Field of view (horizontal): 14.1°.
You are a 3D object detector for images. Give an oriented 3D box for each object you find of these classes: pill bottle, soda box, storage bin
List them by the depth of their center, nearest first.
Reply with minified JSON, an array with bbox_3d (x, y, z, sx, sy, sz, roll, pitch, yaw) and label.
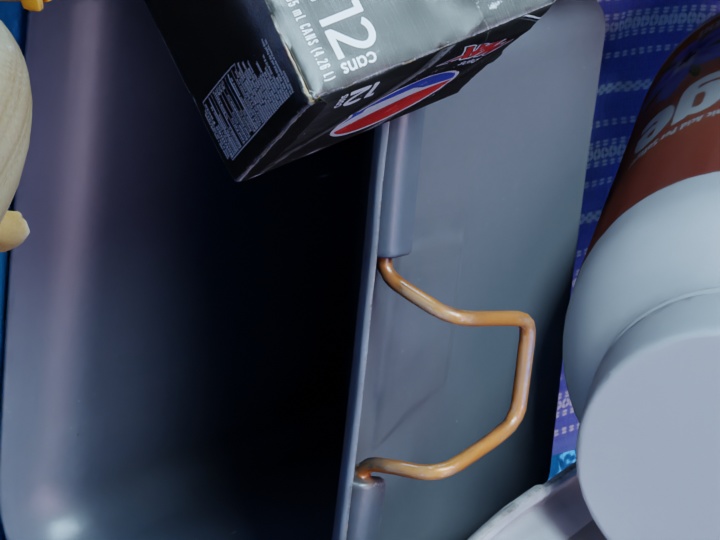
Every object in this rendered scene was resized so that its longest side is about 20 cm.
[{"bbox_3d":[-0.036,-0.128,0.673,0.071,0.063,0.201,-23,84,-25],"label":"soda box"},{"bbox_3d":[0.000,0.000,0.807,0.134,0.145,0.201,-19,121,-48],"label":"storage bin"},{"bbox_3d":[0.120,0.006,0.838,0.200,0.112,0.113,-63,153,-58],"label":"pill bottle"}]

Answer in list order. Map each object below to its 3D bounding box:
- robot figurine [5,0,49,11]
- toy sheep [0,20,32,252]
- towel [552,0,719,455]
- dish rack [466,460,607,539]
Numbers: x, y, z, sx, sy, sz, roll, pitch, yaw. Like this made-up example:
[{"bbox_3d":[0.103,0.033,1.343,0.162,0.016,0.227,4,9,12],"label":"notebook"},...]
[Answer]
[{"bbox_3d":[-0.126,-0.152,0.626,0.058,0.144,0.201,-62,148,-53],"label":"robot figurine"},{"bbox_3d":[-0.159,-0.004,0.606,0.199,0.138,0.138,-22,133,13],"label":"toy sheep"},{"bbox_3d":[0.067,-0.029,0.928,0.144,0.024,0.201,-12,116,-39],"label":"towel"},{"bbox_3d":[0.024,0.124,0.847,0.172,0.044,0.200,-50,171,19],"label":"dish rack"}]
